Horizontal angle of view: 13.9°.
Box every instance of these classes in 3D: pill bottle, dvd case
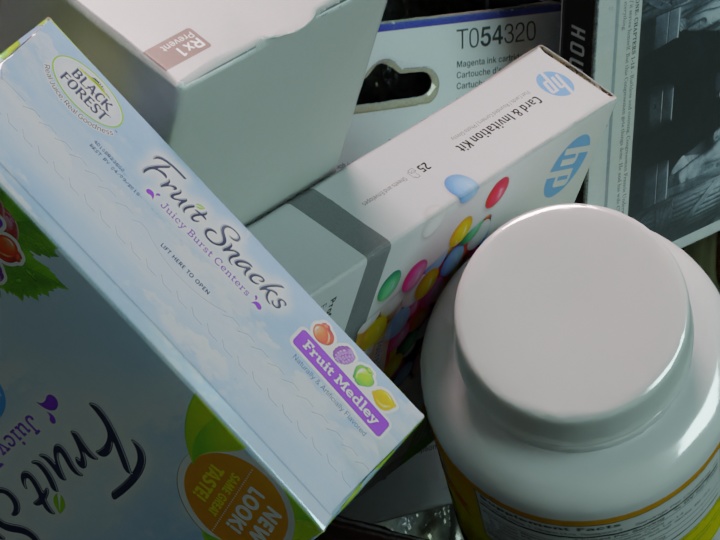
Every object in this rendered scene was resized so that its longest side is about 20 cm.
[{"bbox_3d":[0.079,0.051,1.049,0.200,0.109,0.109,74,26,-66],"label":"pill bottle"},{"bbox_3d":[0.157,-0.089,1.217,0.200,0.025,0.151,-23,128,-35],"label":"dvd case"}]

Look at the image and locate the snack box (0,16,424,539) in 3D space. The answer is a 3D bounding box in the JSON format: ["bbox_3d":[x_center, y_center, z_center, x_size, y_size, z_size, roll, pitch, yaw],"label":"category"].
[{"bbox_3d":[-0.102,0.043,0.931,0.169,0.200,0.068,47,48,-4],"label":"snack box"}]

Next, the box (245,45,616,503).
[{"bbox_3d":[-0.001,0.023,1.043,0.200,0.041,0.156,-34,153,-46],"label":"box"}]

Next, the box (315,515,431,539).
[{"bbox_3d":[0.029,0.220,1.090,0.166,0.164,0.200,41,68,-39],"label":"box"}]

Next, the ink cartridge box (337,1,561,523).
[{"bbox_3d":[0.000,0.000,1.166,0.196,0.043,0.200,-10,102,-38],"label":"ink cartridge box"}]

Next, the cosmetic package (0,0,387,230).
[{"bbox_3d":[-0.069,-0.029,0.985,0.107,0.090,0.200,-31,148,-42],"label":"cosmetic package"}]

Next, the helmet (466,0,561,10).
[{"bbox_3d":[0.111,-0.197,1.273,0.200,0.200,0.191,-2,69,-49],"label":"helmet"}]

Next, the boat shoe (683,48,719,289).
[{"bbox_3d":[0.188,-0.051,1.349,0.200,0.074,0.076,75,37,-61],"label":"boat shoe"}]
